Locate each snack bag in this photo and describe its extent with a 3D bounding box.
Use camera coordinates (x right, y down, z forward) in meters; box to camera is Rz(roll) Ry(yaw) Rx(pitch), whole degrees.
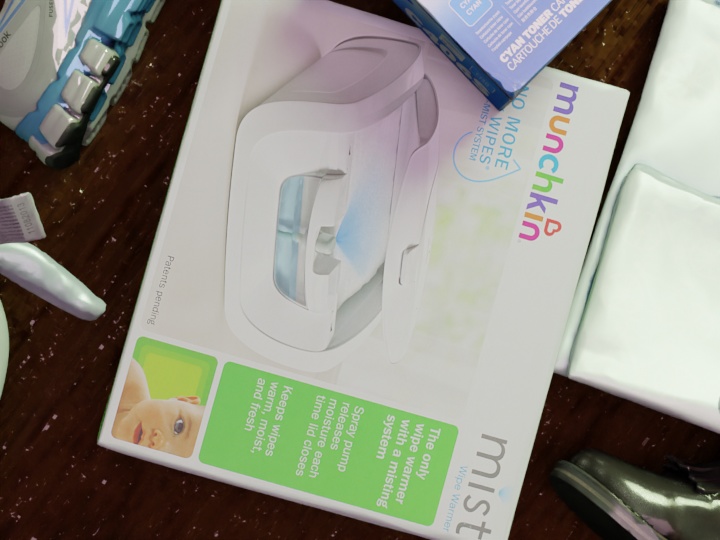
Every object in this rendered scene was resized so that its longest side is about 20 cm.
[{"bbox_3d":[0.199,-0.014,0.785,0.187,0.021,0.201,20,72,2],"label":"snack bag"}]

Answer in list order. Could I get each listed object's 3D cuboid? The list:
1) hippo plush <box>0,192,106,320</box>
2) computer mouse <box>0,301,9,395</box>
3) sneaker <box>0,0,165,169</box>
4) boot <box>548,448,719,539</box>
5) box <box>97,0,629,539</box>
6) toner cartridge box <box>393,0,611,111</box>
[{"bbox_3d":[-0.215,-0.069,0.672,0.198,0.160,0.162,-10,63,7],"label":"hippo plush"},{"bbox_3d":[-0.176,0.069,0.725,0.043,0.110,0.202,-4,63,19],"label":"computer mouse"},{"bbox_3d":[-0.112,-0.150,0.767,0.086,0.075,0.201,32,87,1],"label":"sneaker"},{"bbox_3d":[0.198,0.065,0.805,0.199,0.069,0.175,24,82,-9],"label":"boot"},{"bbox_3d":[0.000,0.000,0.765,0.175,0.097,0.202,17,87,-3],"label":"box"},{"bbox_3d":[0.095,-0.167,0.703,0.095,0.043,0.200,45,88,0],"label":"toner cartridge box"}]
